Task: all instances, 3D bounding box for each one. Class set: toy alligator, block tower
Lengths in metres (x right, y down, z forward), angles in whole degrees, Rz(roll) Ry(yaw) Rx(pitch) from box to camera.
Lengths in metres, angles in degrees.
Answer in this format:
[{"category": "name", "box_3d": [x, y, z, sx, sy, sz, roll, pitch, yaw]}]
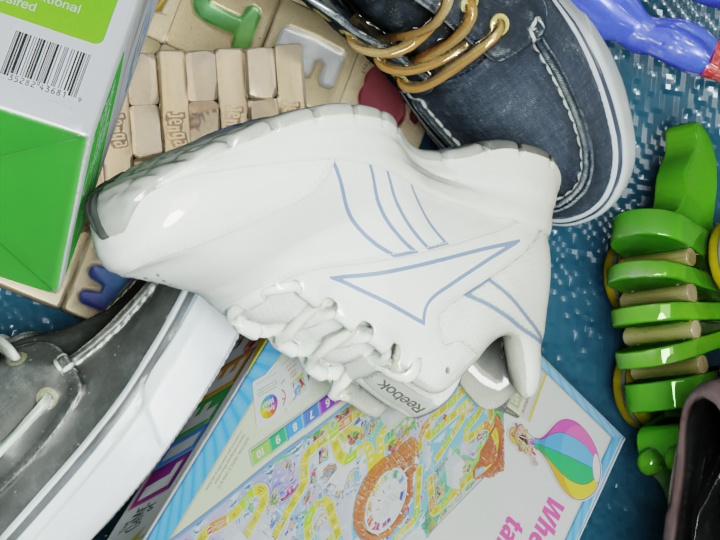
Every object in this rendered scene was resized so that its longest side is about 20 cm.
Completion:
[{"category": "toy alligator", "box_3d": [0.113, 0.047, 0.849, 0.054, 0.059, 0.202, 1, 83, -46]}, {"category": "block tower", "box_3d": [-0.118, -0.039, 0.793, 0.198, 0.058, 0.054, -4, 86, -15]}]

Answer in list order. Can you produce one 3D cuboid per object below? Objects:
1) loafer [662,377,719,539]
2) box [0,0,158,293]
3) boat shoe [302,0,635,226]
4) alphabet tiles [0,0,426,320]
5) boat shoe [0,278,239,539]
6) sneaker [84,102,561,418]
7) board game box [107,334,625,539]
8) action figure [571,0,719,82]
[{"category": "loafer", "box_3d": [0.112, 0.131, 0.794, 0.063, 0.072, 0.202, 12, 88, -43]}, {"category": "box", "box_3d": [-0.155, -0.116, 0.729, 0.199, 0.097, 0.177, 17, 58, -4]}, {"category": "boat shoe", "box_3d": [0.019, -0.087, 0.803, 0.071, 0.091, 0.201, -29, 104, 24]}, {"category": "alphabet tiles", "box_3d": [-0.074, -0.063, 0.840, 0.199, 0.006, 0.167, 23, 78, -13]}, {"category": "boat shoe", "box_3d": [-0.107, 0.053, 0.773, 0.071, 0.072, 0.200, 39, 86, -8]}, {"category": "sneaker", "box_3d": [0.000, 0.000, 0.743, 0.199, 0.074, 0.088, 5, 74, -47]}, {"category": "board game box", "box_3d": [-0.001, 0.086, 0.783, 0.134, 0.034, 0.200, 44, 48, -14]}, {"category": "action figure", "box_3d": [0.075, -0.112, 0.869, 0.199, 0.052, 0.066, 30, 71, -7]}]
